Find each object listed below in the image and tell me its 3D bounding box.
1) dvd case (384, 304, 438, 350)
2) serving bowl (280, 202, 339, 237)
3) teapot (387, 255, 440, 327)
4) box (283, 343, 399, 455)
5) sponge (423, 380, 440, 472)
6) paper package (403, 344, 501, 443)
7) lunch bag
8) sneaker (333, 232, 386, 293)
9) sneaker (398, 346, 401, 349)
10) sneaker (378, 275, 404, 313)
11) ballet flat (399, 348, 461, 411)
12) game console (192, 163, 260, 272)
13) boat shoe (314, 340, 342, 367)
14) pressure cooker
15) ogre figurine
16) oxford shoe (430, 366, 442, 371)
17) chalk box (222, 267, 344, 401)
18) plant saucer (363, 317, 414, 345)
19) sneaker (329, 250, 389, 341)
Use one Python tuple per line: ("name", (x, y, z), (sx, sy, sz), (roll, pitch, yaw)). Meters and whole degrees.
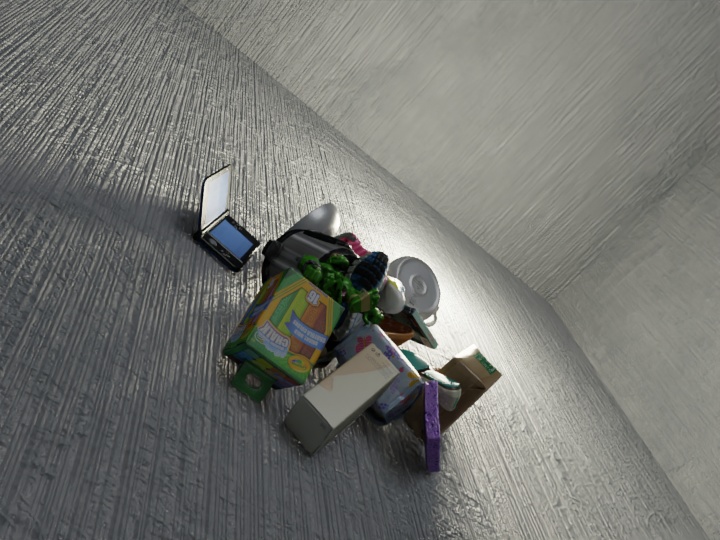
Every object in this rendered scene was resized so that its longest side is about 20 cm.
("dvd case", (0.087, 0.116, 1.676), (0.199, 0.022, 0.146), (21, -26, 45))
("serving bowl", (-0.119, -0.067, 1.579), (0.066, 0.200, 0.200), (50, 18, 6))
("teapot", (0.120, 0.065, 1.910), (0.196, 0.146, 0.203), (-6, 74, -41))
("box", (-0.030, 0.218, 1.188), (0.078, 0.095, 0.199), (45, 40, 13))
("sponge", (0.138, 0.306, 1.336), (0.201, 0.029, 0.113), (83, 6, -57))
("paper package", (0.205, 0.271, 1.535), (0.104, 0.191, 0.200), (48, 17, 14))
("lunch bag", (0.036, 0.217, 1.393), (0.170, 0.127, 0.200), (50, -9, 17))
("sneaker", (0.000, 0.000, 1.529), (0.200, 0.078, 0.096), (51, -25, 45))
("sneaker", (0.060, 0.209, 1.553), (0.084, 0.075, 0.200), (37, 7, -20))
("sneaker", (0.072, 0.046, 1.548), (0.104, 0.077, 0.200), (11, 15, -29))
("ballet flat", (0.130, 0.229, 1.429), (0.067, 0.063, 0.199), (-1, 19, -33))
("game console", (-0.274, -0.116, 1.476), (0.170, 0.118, 0.200), (41, 18, -8))
("boat shoe", (-0.104, 0.149, 1.332), (0.075, 0.068, 0.199), (49, 18, 18))
("pressure cooker", (-0.110, 0.008, 1.429), (0.177, 0.178, 0.199), (-25, 36, -37))
("ogre figurine", (-0.049, 0.027, 1.256), (0.198, 0.099, 0.120), (10, 19, -37))
("oxford shoe", (0.164, 0.252, 1.681), (0.199, 0.073, 0.071), (37, 19, -21))
("chalk box", (-0.141, 0.119, 1.162), (0.124, 0.124, 0.201), (37, 62, -17))
("plant saucer", (0.024, 0.133, 1.577), (0.197, 0.038, 0.200), (13, 7, -2))
("sneaker", (0.000, 0.055, 1.374), (0.075, 0.201, 0.087), (32, -1, 31))
